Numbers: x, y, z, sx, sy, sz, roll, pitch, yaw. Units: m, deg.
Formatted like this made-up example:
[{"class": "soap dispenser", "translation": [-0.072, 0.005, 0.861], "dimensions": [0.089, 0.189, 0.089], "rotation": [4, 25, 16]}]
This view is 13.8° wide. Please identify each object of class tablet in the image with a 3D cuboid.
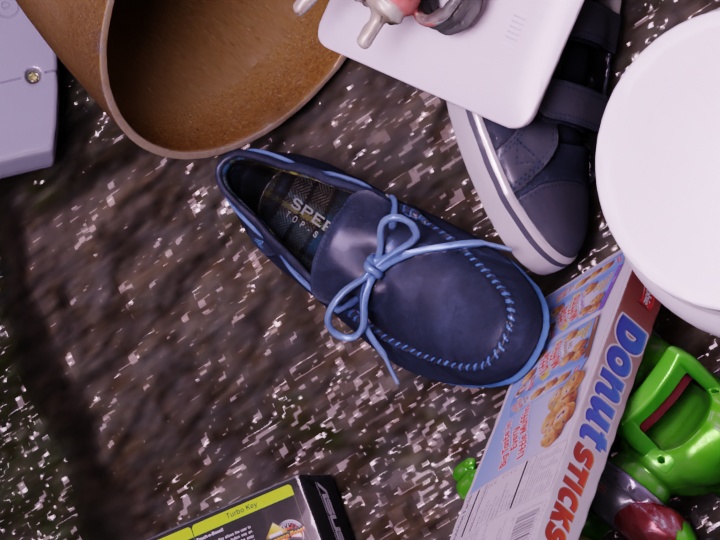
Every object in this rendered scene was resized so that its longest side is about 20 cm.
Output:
[{"class": "tablet", "translation": [0.064, -0.176, 1.359], "dimensions": [0.130, 0.014, 0.201], "rotation": [26, 95, 34]}]

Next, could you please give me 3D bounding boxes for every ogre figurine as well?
[{"class": "ogre figurine", "translation": [0.135, 0.100, 1.334], "dimensions": [0.120, 0.098, 0.200], "rotation": [-58, 25, 4]}]

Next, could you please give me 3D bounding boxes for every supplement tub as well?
[{"class": "supplement tub", "translation": [0.187, -0.037, 1.270], "dimensions": [0.144, 0.200, 0.145], "rotation": [-2, 86, 22]}]

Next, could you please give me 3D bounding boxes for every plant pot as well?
[{"class": "plant pot", "translation": [-0.112, -0.182, 1.434], "dimensions": [0.200, 0.186, 0.187], "rotation": [37, 100, 34]}]

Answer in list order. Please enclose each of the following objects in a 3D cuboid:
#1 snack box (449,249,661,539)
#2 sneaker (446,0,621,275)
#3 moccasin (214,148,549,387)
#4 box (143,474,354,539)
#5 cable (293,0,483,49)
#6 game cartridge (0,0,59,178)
[{"class": "snack box", "translation": [0.085, 0.069, 1.307], "dimensions": [0.024, 0.200, 0.072], "rotation": [40, 135, -16]}, {"class": "sneaker", "translation": [0.082, -0.103, 1.385], "dimensions": [0.079, 0.078, 0.201], "rotation": [-21, 77, 26]}, {"class": "moccasin", "translation": [0.000, 0.000, 1.386], "dimensions": [0.200, 0.068, 0.081], "rotation": [25, 90, 43]}, {"class": "box", "translation": [-0.074, 0.223, 1.445], "dimensions": [0.199, 0.047, 0.194], "rotation": [-25, 76, 20]}, {"class": "cable", "translation": [0.042, -0.188, 1.335], "dimensions": [0.097, 0.050, 0.201], "rotation": [40, 104, 36]}, {"class": "game cartridge", "translation": [-0.225, -0.132, 1.503], "dimensions": [0.132, 0.042, 0.201], "rotation": [-12, 71, -15]}]
